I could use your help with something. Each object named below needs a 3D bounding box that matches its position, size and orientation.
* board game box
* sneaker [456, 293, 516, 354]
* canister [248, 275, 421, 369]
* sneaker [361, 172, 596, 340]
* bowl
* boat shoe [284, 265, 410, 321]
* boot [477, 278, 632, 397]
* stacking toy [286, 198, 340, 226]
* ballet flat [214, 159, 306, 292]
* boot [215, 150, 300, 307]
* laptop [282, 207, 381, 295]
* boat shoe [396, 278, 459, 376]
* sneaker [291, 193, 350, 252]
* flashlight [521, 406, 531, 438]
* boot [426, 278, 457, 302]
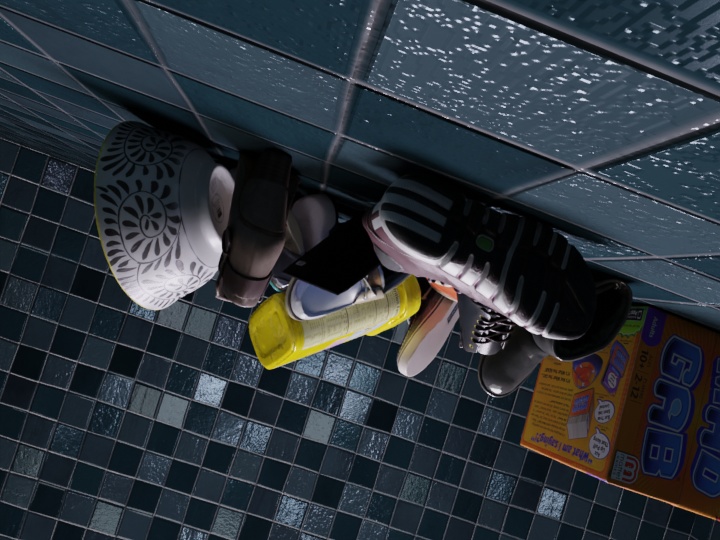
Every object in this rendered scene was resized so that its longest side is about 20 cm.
[{"bbox_3d":[0.359,0.172,0.840,0.196,0.204,0.200,20,173,-13],"label":"board game box"},{"bbox_3d":[0.147,0.044,0.683,0.073,0.109,0.200,-5,-172,-3],"label":"sneaker"},{"bbox_3d":[-0.036,0.057,0.878,0.197,0.088,0.148,-17,168,-33],"label":"canister"},{"bbox_3d":[0.087,-0.010,0.526,0.198,0.077,0.115,31,167,-17],"label":"sneaker"},{"bbox_3d":[-0.186,-0.064,0.702,0.092,0.206,0.201,-6,173,11],"label":"bowl"},{"bbox_3d":[0.000,0.000,0.780,0.198,0.076,0.068,-33,-150,-33],"label":"boat shoe"},{"bbox_3d":[0.205,0.082,0.722,0.072,0.183,0.200,35,-176,-2],"label":"boot"},{"bbox_3d":[-0.088,-0.064,0.931,0.084,0.087,0.200,18,173,21],"label":"stacking toy"},{"bbox_3d":[-0.121,-0.071,0.794,0.202,0.072,0.073,56,-176,9],"label":"ballet flat"},{"bbox_3d":[-0.110,-0.039,0.664,0.069,0.149,0.200,17,179,-10],"label":"boot"},{"bbox_3d":[0.047,-0.006,0.671,0.197,0.105,0.177,20,179,-24],"label":"laptop"},{"bbox_3d":[0.091,0.061,0.981,0.092,0.201,0.075,24,150,30],"label":"boat shoe"},{"bbox_3d":[-0.034,-0.047,0.861,0.112,0.076,0.201,-20,160,-23],"label":"sneaker"},{"bbox_3d":[0.310,0.169,0.992,0.067,0.204,0.068,17,177,-17],"label":"flashlight"},{"bbox_3d":[0.169,0.024,0.873,0.197,0.076,0.107,20,174,23],"label":"boot"}]
